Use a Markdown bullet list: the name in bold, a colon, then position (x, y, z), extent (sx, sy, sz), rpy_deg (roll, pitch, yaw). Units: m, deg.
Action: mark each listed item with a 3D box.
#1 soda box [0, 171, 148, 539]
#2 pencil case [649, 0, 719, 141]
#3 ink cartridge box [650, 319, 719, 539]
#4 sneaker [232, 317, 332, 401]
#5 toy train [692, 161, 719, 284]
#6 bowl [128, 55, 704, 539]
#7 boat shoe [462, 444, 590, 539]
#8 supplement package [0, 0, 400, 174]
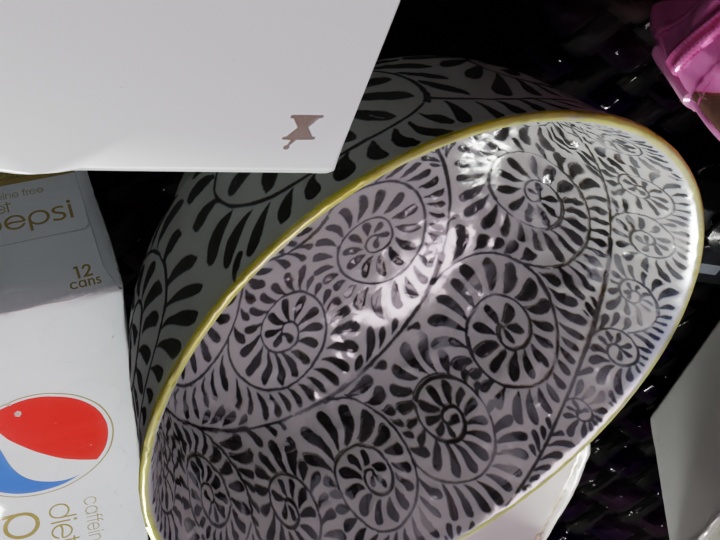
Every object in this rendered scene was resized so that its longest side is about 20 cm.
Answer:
- **soda box**: position (-0.110, 0.054, 0.995), extent (0.068, 0.064, 0.201), rpy_deg (-13, 141, -10)
- **pencil case**: position (0.164, -0.098, 0.848), extent (0.093, 0.091, 0.200), rpy_deg (-18, 164, -42)
- **ink cartridge box**: position (0.198, 0.082, 1.077), extent (0.199, 0.126, 0.129), rpy_deg (-1, 154, -13)
- **sneaker**: position (-0.041, 0.082, 1.058), extent (0.075, 0.084, 0.201), rpy_deg (-32, 120, -22)
- **toy train**: position (0.189, -0.002, 1.082), extent (0.199, 0.034, 0.046), rpy_deg (9, 136, -30)
- **bowl**: position (0.000, 0.000, 0.943), extent (0.200, 0.094, 0.201), rpy_deg (-23, 143, -18)
- **boat shoe**: position (0.033, 0.122, 1.128), extent (0.070, 0.070, 0.200), rpy_deg (9, 132, -29)
- **supplement package**: position (-0.079, -0.144, 0.674), extent (0.151, 0.201, 0.151), rpy_deg (0, 137, -24)
